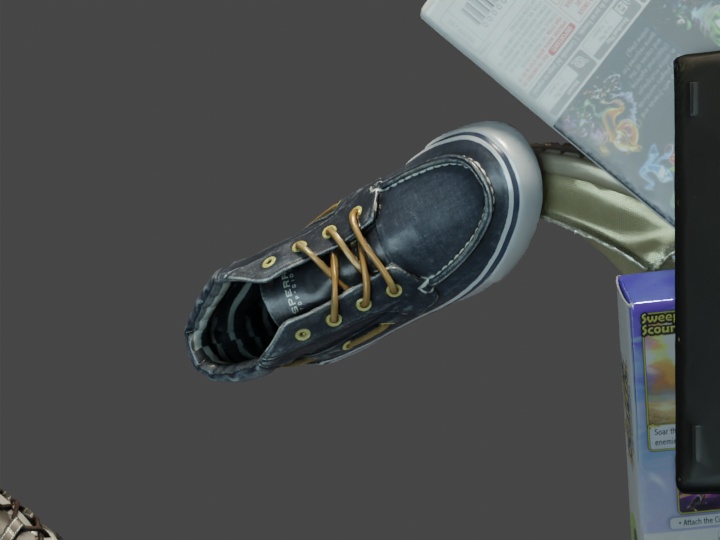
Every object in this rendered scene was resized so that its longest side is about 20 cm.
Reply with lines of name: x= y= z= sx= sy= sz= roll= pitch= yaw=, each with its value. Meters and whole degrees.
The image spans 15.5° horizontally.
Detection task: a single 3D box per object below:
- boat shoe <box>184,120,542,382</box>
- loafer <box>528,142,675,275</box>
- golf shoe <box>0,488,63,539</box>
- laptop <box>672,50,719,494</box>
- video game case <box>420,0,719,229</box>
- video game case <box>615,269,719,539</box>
boat shoe: x=0.000 y=0.000 z=1.243 sx=0.200 sy=0.091 sz=0.071 roll=-39 pitch=74 yaw=47
loafer: x=0.143 y=-0.011 z=1.223 sx=0.199 sy=0.076 sz=0.069 roll=17 pitch=100 yaw=20
golf shoe: x=-0.194 y=0.143 z=1.412 sx=0.094 sy=0.078 sz=0.201 roll=-15 pitch=95 yaw=8
laptop: x=0.245 y=0.002 z=1.118 sx=0.199 sy=0.116 sz=0.188 roll=-4 pitch=79 yaw=28
video game case: x=0.154 y=-0.134 z=1.163 sx=0.182 sy=0.023 sz=0.200 roll=40 pitch=103 yaw=9
video game case: x=0.217 y=0.083 z=1.170 sx=0.199 sy=0.045 sz=0.182 roll=-5 pitch=109 yaw=-1
